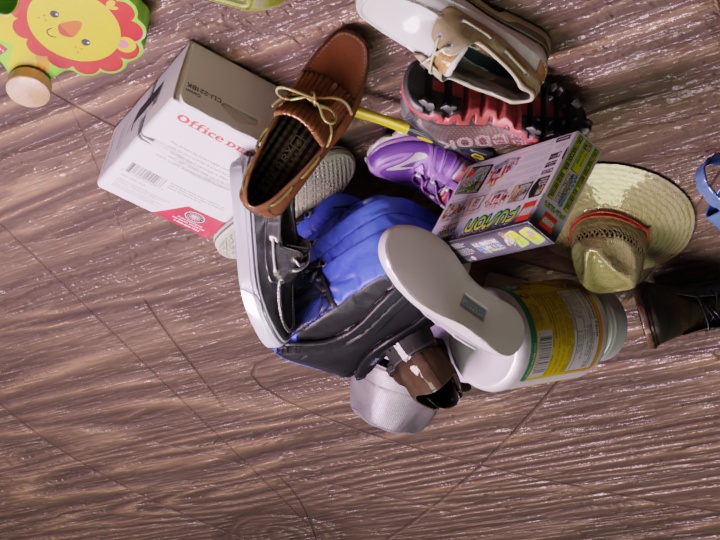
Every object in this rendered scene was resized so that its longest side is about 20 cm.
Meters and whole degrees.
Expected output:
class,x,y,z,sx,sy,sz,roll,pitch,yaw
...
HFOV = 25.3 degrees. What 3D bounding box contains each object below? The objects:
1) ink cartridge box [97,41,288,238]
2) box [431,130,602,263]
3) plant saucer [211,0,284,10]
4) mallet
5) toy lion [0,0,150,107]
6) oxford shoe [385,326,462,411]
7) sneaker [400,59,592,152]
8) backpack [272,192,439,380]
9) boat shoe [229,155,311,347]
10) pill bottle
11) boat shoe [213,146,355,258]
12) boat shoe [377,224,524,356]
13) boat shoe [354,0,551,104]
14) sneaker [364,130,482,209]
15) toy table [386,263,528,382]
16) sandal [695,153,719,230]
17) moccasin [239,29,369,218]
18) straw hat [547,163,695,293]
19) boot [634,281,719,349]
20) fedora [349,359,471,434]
class,x,y,z,sx,sy,sz,roll,pitch,yaw
ink cartridge box,-0.170,-0.135,1.704,0.143,0.084,0.200,26,145,-22
box,0.145,-0.067,1.569,0.035,0.111,0.200,37,159,-19
plant saucer,-0.151,-0.314,1.454,0.198,0.048,0.200,15,148,-5
mallet,0.044,-0.152,1.636,0.198,0.042,0.066,15,158,3
toy lion,-0.317,-0.258,1.589,0.191,0.069,0.200,-27,132,35
oxford shoe,0.074,0.120,1.759,0.072,0.085,0.200,-33,170,4
sneaker,0.128,-0.157,1.595,0.198,0.072,0.098,10,161,-12
backpack,0.000,0.000,1.732,0.199,0.169,0.162,-32,154,27
boat shoe,-0.086,-0.019,1.635,0.070,0.072,0.202,-5,105,15
pill bottle,0.201,0.067,1.762,0.199,0.114,0.112,-5,164,-42
boat shoe,-0.089,-0.087,1.777,0.199,0.063,0.074,-34,137,29
boat shoe,0.082,0.021,1.617,0.199,0.073,0.068,31,160,-31
boat shoe,0.087,-0.219,1.509,0.198,0.069,0.075,18,147,-10
sneaker,0.100,-0.089,1.694,0.198,0.084,0.081,18,147,-7
toy table,0.104,0.047,1.872,0.198,0.118,0.184,20,148,-12
sandal,0.399,-0.061,1.661,0.086,0.080,0.201,1,138,22
moccasin,-0.057,-0.145,1.566,0.073,0.202,0.078,37,180,2
straw hat,0.270,-0.022,1.743,0.199,0.086,0.202,8,148,5
boot,0.362,0.038,1.772,0.096,0.076,0.200,-14,180,19
fedora,0.044,0.144,1.973,0.175,0.091,0.200,18,-168,-2
